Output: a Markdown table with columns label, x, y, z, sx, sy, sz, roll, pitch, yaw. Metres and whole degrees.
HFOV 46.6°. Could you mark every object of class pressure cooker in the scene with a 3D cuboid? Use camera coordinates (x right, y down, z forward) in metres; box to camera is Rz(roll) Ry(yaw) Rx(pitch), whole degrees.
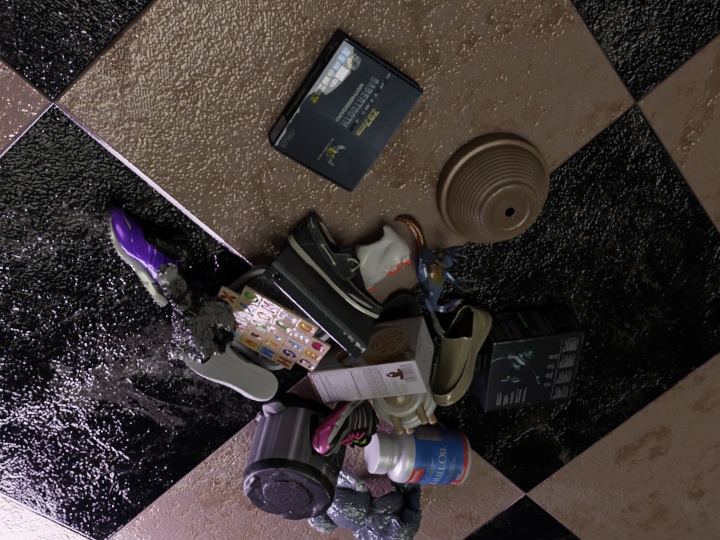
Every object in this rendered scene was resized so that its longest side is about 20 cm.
| label | x | y | z | sx | sy | sz | roll | pitch | yaw |
| --- | --- | --- | --- | --- | --- | --- | --- | --- | --- |
| pressure cooker | -0.118 | 0.331 | 1.544 | 0.177 | 0.201 | 0.177 | 14 | 132 | -2 |

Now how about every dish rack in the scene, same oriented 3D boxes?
| label | x | y | z | sx | sy | sz | roll | pitch | yaw |
| --- | --- | --- | --- | --- | --- | --- | --- | --- | --- |
| dish rack | -0.158 | 0.077 | 1.441 | 0.171 | 0.044 | 0.200 | -34 | 126 | 23 |

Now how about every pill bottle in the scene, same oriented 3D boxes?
| label | x | y | z | sx | sy | sz | roll | pitch | yaw |
| --- | --- | --- | --- | --- | --- | --- | --- | --- | --- |
| pill bottle | 0.113 | 0.372 | 1.684 | 0.198 | 0.113 | 0.113 | 7 | 121 | -20 |

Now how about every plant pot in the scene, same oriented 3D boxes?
| label | x | y | z | sx | sy | sz | roll | pitch | yaw |
| --- | --- | --- | --- | --- | --- | --- | --- | --- | --- |
| plant pot | 0.234 | -0.120 | 1.404 | 0.199 | 0.093 | 0.202 | -7 | 124 | -10 |

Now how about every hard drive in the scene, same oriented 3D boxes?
| label | x | y | z | sx | sy | sz | roll | pitch | yaw |
| --- | --- | --- | --- | --- | --- | --- | --- | --- | --- |
| hard drive | -0.063 | 0.046 | 1.355 | 0.200 | 0.140 | 0.033 | 44 | 105 | -6 |

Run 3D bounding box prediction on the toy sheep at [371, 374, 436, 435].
| label | x | y | z | sx | sy | sz | roll | pitch | yaw |
| --- | --- | --- | --- | --- | --- | --- | --- | --- | --- |
| toy sheep | 0.085 | 0.234 | 1.567 | 0.137 | 0.139 | 0.200 | -28 | 164 | 4 |

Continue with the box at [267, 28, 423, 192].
| label | x | y | z | sx | sy | sz | roll | pitch | yaw |
| --- | --- | --- | --- | --- | --- | --- | --- | --- | --- |
| box | -0.023 | -0.239 | 1.277 | 0.157 | 0.051 | 0.200 | 27 | 112 | -30 |

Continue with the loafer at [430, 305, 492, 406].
| label | x | y | z | sx | sy | sz | roll | pitch | yaw |
| --- | --- | --- | --- | --- | --- | --- | --- | --- | --- |
| loafer | 0.173 | 0.148 | 1.521 | 0.068 | 0.075 | 0.201 | 42 | 64 | -38 |

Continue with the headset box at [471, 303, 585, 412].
| label | x | y | z | sx | sy | sz | roll | pitch | yaw |
| --- | --- | --- | --- | --- | --- | --- | --- | --- | --- |
| headset box | 0.313 | 0.170 | 1.617 | 0.198 | 0.093 | 0.175 | -7 | 125 | -10 |

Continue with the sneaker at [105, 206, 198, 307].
| label | x | y | z | sx | sy | sz | roll | pitch | yaw |
| --- | --- | --- | --- | --- | --- | --- | --- | --- | --- |
| sneaker | -0.321 | -0.038 | 1.321 | 0.099 | 0.070 | 0.201 | -26 | 133 | 0 |

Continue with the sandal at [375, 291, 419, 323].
| label | x | y | z | sx | sy | sz | roll | pitch | yaw |
| --- | --- | --- | --- | --- | --- | --- | --- | --- | --- |
| sandal | 0.053 | 0.128 | 1.544 | 0.075 | 0.048 | 0.201 | 16 | 118 | -24 |

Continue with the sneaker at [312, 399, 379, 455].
| label | x | y | z | sx | sy | sz | roll | pitch | yaw |
| --- | --- | --- | --- | --- | --- | --- | --- | --- | --- |
| sneaker | -0.016 | 0.282 | 1.481 | 0.074 | 0.200 | 0.088 | -38 | 91 | 23 |

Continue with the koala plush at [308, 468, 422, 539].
| label | x | y | z | sx | sy | sz | roll | pitch | yaw |
| --- | --- | --- | --- | --- | --- | --- | --- | --- | --- |
| koala plush | 0.007 | 0.489 | 1.710 | 0.199 | 0.184 | 0.178 | 30 | 111 | -17 |

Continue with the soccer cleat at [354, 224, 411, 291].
| label | x | y | z | sx | sy | sz | roll | pitch | yaw |
| --- | --- | --- | --- | --- | --- | --- | --- | --- | --- |
| soccer cleat | 0.000 | 0.000 | 1.442 | 0.199 | 0.078 | 0.069 | -36 | 169 | 26 |

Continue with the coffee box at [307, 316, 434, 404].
| label | x | y | z | sx | sy | sz | roll | pitch | yaw |
| --- | --- | --- | --- | --- | --- | --- | --- | --- | --- |
| coffee box | 0.020 | 0.158 | 1.471 | 0.198 | 0.115 | 0.080 | -9 | 125 | 20 |

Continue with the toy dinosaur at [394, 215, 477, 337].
| label | x | y | z | sx | sy | sz | roll | pitch | yaw |
| --- | --- | --- | --- | --- | --- | --- | --- | --- | --- |
| toy dinosaur | 0.139 | 0.008 | 1.489 | 0.104 | 0.201 | 0.182 | -24 | 162 | -15 |

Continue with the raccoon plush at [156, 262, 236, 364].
| label | x | y | z | sx | sy | sz | roll | pitch | yaw |
| --- | --- | --- | --- | --- | --- | --- | --- | --- | --- |
| raccoon plush | -0.287 | 0.067 | 1.353 | 0.097 | 0.133 | 0.201 | -40 | 116 | -41 |

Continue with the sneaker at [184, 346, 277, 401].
| label | x | y | z | sx | sy | sz | roll | pitch | yaw |
| --- | --- | --- | --- | --- | --- | --- | --- | --- | --- |
| sneaker | -0.237 | 0.173 | 1.477 | 0.199 | 0.116 | 0.074 | 32 | 76 | 3 |

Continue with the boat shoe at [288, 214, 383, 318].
| label | x | y | z | sx | sy | sz | roll | pitch | yaw |
| --- | --- | --- | --- | --- | --- | --- | --- | --- | --- |
| boat shoe | -0.030 | -0.004 | 1.376 | 0.068 | 0.072 | 0.200 | -43 | 88 | 8 |

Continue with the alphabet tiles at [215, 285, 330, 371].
| label | x | y | z | sx | sy | sz | roll | pitch | yaw |
| --- | --- | --- | --- | --- | --- | --- | --- | --- | --- |
| alphabet tiles | -0.150 | 0.097 | 1.369 | 0.199 | 0.006 | 0.167 | 29 | 143 | -5 |
